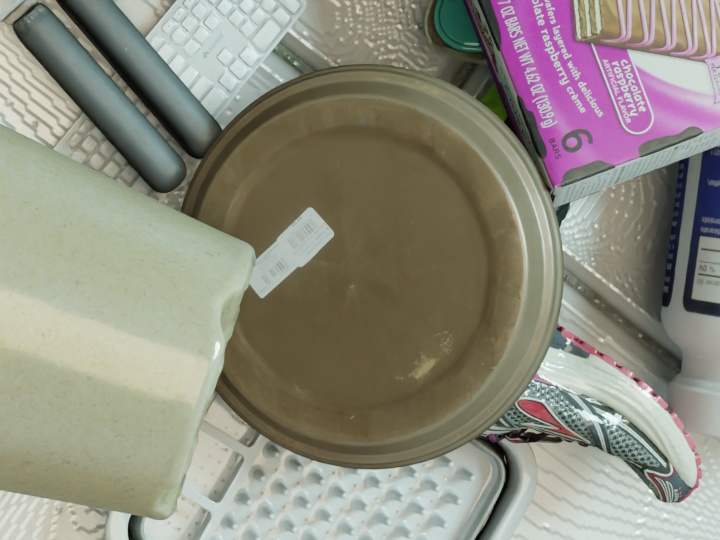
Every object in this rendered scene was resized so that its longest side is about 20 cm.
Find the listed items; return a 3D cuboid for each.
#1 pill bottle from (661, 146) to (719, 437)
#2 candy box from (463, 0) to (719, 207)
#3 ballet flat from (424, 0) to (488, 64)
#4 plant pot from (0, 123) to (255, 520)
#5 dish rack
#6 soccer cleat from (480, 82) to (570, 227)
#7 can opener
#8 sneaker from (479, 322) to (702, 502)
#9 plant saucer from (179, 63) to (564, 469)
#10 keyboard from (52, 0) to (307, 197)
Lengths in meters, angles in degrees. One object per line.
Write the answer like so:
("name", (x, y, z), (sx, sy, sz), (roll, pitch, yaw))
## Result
("pill bottle", (0.224, -0.009, 1.076), (0.115, 0.116, 0.202), (7, 93, -16))
("candy box", (0.162, -0.131, 0.991), (0.199, 0.061, 0.137), (-21, 82, -2))
("ballet flat", (0.116, -0.176, 1.060), (0.200, 0.062, 0.068), (-41, 83, -4))
("plant pot", (-0.152, 0.024, 0.906), (0.182, 0.200, 0.202), (18, 89, -3))
("dish rack", (-0.022, 0.120, 1.052), (0.199, 0.044, 0.172), (33, 84, -16))
("soccer cleat", (0.098, -0.072, 1.066), (0.200, 0.068, 0.081), (-43, 113, -3))
("can opener", (-0.146, -0.125, 0.984), (0.053, 0.066, 0.200), (-41, 103, -8))
("sneaker", (0.092, 0.064, 1.035), (0.199, 0.081, 0.075), (33, 90, -14))
("plant saucer", (0.000, 0.000, 0.973), (0.198, 0.029, 0.202), (1, 95, 13))
("keyboard", (-0.109, -0.081, 1.029), (0.056, 0.011, 0.200), (41, 83, -15))
